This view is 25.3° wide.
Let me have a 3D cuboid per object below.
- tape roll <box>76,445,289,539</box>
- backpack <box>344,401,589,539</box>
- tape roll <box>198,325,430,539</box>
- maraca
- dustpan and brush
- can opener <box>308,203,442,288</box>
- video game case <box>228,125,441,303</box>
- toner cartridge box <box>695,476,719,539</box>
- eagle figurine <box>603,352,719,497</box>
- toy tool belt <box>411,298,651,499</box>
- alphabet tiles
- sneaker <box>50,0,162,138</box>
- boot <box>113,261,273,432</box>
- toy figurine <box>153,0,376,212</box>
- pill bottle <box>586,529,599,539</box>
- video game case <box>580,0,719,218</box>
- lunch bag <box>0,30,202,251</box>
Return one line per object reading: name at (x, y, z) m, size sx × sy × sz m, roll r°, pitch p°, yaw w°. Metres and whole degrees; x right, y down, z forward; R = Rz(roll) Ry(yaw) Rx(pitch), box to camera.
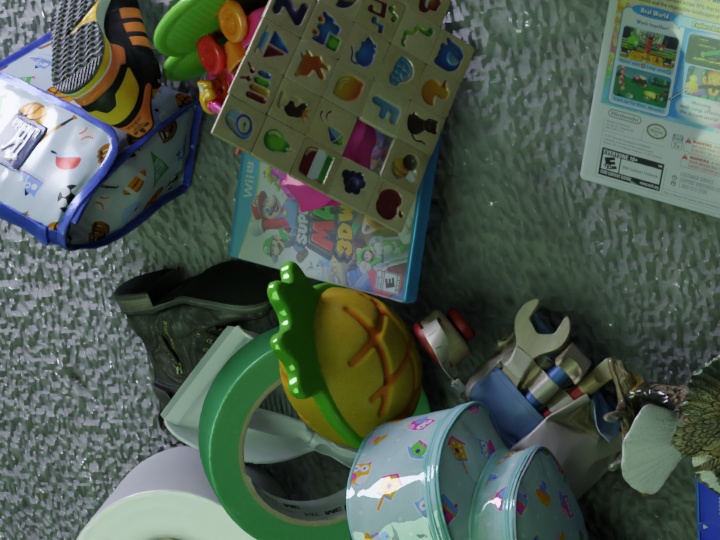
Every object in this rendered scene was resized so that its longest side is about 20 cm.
tape roll at (-0.162, 0.279, 1.501) m, size 0.202 × 0.139 × 0.203 m, roll 1°, pitch 101°, yaw 6°
backpack at (0.080, 0.202, 1.214) m, size 0.153 × 0.176 × 0.200 m, roll -22°, pitch 106°, yaw 30°
tape roll at (-0.038, 0.144, 1.391) m, size 0.200 × 0.048 × 0.201 m, roll -5°, pitch 106°, yaw -17°
maraca at (-0.018, 0.070, 1.272) m, size 0.107 × 0.200 × 0.137 m, roll -21°, pitch 59°, yaw 21°
dustpan and brush at (-0.062, 0.138, 1.447) m, size 0.200 × 0.057 × 0.140 m, roll 20°, pitch 125°, yaw -28°
can opener at (0.000, 0.000, 1.381) m, size 0.200 × 0.067 × 0.053 m, roll -39°, pitch 69°, yaw 48°
video game case at (-0.025, -0.063, 1.334) m, size 0.200 × 0.018 × 0.143 m, roll 15°, pitch 101°, yaw 39°
toner cartridge box at (0.370, 0.207, 1.271) m, size 0.200 × 0.043 × 0.095 m, roll 5°, pitch 112°, yaw 27°
eagle figurine at (0.289, 0.101, 1.212) m, size 0.200 × 0.152 × 0.151 m, roll -6°, pitch 67°, yaw 24°
toy tool belt at (0.149, 0.086, 1.312) m, size 0.123 × 0.125 × 0.200 m, roll -40°, pitch 93°, yaw 2°
alphabet tiles at (-0.004, -0.153, 1.229) m, size 0.167 × 0.200 × 0.008 m, roll 27°, pitch 164°, yaw -18°
sneaker at (-0.207, -0.184, 1.351) m, size 0.070 × 0.200 × 0.090 m, roll -34°, pitch 124°, yaw 19°
boot at (-0.133, 0.084, 1.484) m, size 0.200 × 0.069 × 0.174 m, roll 0°, pitch 118°, yaw 40°
toy figurine at (-0.067, -0.127, 1.289) m, size 0.184 × 0.150 × 0.200 m, roll 62°, pitch 148°, yaw 8°
pill bottle at (0.137, 0.247, 1.375) m, size 0.200 × 0.114 × 0.114 m, roll 39°, pitch 125°, yaw 9°
video game case at (0.272, -0.127, 1.189) m, size 0.200 × 0.024 × 0.182 m, roll 18°, pitch 119°, yaw 22°
lunch bag at (-0.259, -0.106, 1.379) m, size 0.170 × 0.200 × 0.124 m, roll 27°, pitch 130°, yaw 18°
